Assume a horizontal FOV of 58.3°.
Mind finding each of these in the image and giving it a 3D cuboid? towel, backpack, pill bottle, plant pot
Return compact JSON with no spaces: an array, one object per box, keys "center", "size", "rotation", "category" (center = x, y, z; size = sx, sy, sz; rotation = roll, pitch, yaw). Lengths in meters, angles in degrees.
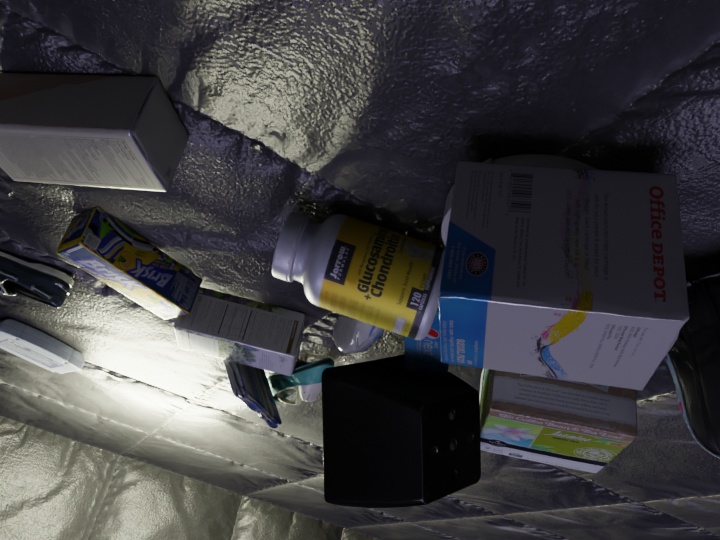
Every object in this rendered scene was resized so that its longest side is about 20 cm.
[{"center":[-0.199,0.190,1.149],"size":[0.023,0.148,0.201],"rotation":[-25,148,0],"category":"towel"},{"center":[0.428,0.101,0.689],"size":[0.149,0.204,0.176],"rotation":[10,156,-39],"category":"backpack"},{"center":[0.000,0.000,0.768],"size":[0.196,0.114,0.113],"rotation":[18,150,4],"category":"pill bottle"},{"center":[0.072,0.246,0.968],"size":[0.197,0.205,0.176],"rotation":[-2,-178,-43],"category":"plant pot"}]

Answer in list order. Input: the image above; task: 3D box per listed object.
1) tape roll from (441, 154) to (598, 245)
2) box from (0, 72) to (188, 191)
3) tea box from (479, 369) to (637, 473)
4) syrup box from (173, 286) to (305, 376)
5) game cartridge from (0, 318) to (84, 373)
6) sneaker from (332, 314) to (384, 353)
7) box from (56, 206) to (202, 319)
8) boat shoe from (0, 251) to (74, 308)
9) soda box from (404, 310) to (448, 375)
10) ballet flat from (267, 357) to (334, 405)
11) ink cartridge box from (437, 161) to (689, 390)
[{"center":[0.187,-0.046,0.701],"size":[0.199,0.038,0.204],"rotation":[10,150,6],"category":"tape roll"},{"center":[-0.295,-0.147,0.684],"size":[0.196,0.079,0.096],"rotation":[6,149,13],"category":"box"},{"center":[0.283,0.196,0.967],"size":[0.196,0.136,0.198],"rotation":[8,149,8],"category":"tea box"},{"center":[-0.193,0.098,1.047],"size":[0.196,0.083,0.079],"rotation":[14,148,-2],"category":"syrup box"},{"center":[-0.717,0.169,1.424],"size":[0.131,0.042,0.200],"rotation":[-9,143,39],"category":"game cartridge"},{"center":[0.017,0.051,0.914],"size":[0.071,0.073,0.201],"rotation":[-16,155,-30],"category":"sneaker"},{"center":[-0.335,-0.005,0.950],"size":[0.069,0.065,0.200],"rotation":[-12,141,36],"category":"box"},{"center":[-0.589,0.016,1.090],"size":[0.196,0.063,0.075],"rotation":[17,152,-5],"category":"boat shoe"},{"center":[0.098,0.077,0.912],"size":[0.066,0.065,0.201],"rotation":[8,150,9],"category":"soda box"},{"center":[-0.109,0.214,1.212],"size":[0.066,0.072,0.199],"rotation":[-2,166,-40],"category":"ballet flat"},{"center":[0.180,0.006,0.605],"size":[0.196,0.150,0.146],"rotation":[6,149,12],"category":"ink cartridge box"}]
